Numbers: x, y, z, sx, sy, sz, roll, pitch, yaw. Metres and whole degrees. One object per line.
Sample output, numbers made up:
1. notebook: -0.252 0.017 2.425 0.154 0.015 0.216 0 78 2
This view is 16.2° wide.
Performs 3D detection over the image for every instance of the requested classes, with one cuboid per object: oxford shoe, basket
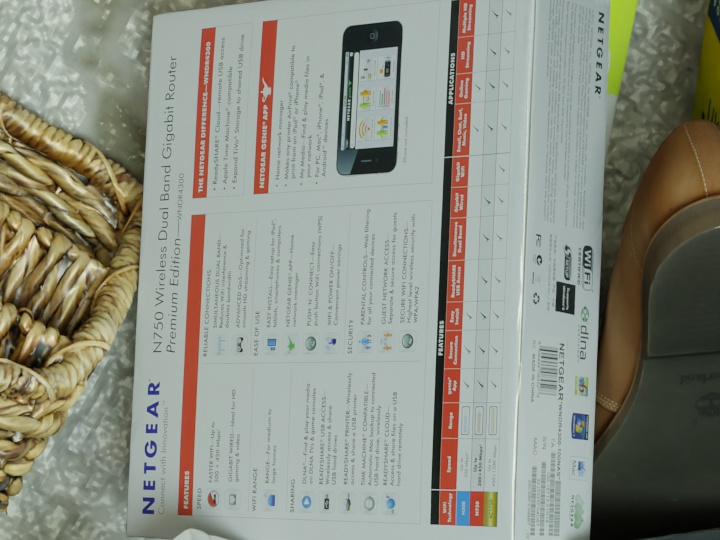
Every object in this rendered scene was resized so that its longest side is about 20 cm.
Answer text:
1. oxford shoe: 0.113 0.032 0.892 0.071 0.072 0.201 0 135 -9
2. basket: -0.186 -0.010 0.926 0.199 0.143 0.149 33 92 -9

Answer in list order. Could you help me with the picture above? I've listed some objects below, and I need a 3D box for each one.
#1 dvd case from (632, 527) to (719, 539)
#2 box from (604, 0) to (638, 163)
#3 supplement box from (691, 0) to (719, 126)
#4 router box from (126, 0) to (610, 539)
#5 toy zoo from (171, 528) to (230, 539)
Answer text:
1. dvd case: 0.136 0.133 0.941 0.199 0.150 0.025 -5 60 -27
2. box: 0.032 -0.035 0.957 0.048 0.121 0.201 11 91 -51
3. supplement box: 0.182 -0.009 0.944 0.108 0.110 0.201 -1 126 -6
4. router box: 0.000 0.000 0.915 0.049 0.179 0.202 10 81 -51
5. toy zoo: -0.044 0.157 0.947 0.199 0.021 0.131 19 126 -35
